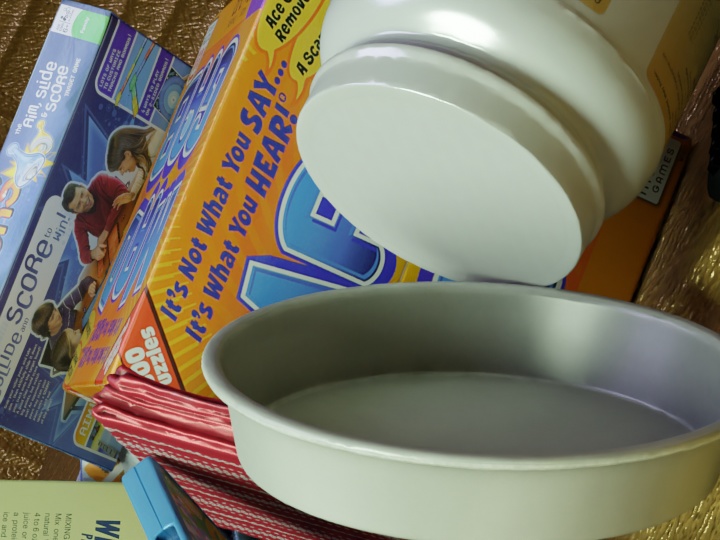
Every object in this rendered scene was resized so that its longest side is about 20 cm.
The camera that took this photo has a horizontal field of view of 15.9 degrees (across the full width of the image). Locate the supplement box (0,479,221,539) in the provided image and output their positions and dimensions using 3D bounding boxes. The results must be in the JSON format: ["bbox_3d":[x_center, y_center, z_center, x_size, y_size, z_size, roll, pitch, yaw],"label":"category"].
[{"bbox_3d":[-0.170,0.221,1.292,0.135,0.198,0.201,89,-178,-60],"label":"supplement box"}]

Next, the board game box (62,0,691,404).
[{"bbox_3d":[0.000,0.000,1.183,0.200,0.199,0.201,166,127,-77],"label":"board game box"}]

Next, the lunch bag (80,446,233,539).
[{"bbox_3d":[-0.097,0.045,1.407,0.160,0.075,0.202,54,-141,-67],"label":"lunch bag"}]

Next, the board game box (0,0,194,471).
[{"bbox_3d":[-0.133,-0.014,1.266,0.135,0.034,0.201,32,-102,-56],"label":"board game box"}]

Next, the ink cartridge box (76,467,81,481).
[{"bbox_3d":[-0.086,0.104,1.551,0.145,0.144,0.201,123,166,-64],"label":"ink cartridge box"}]

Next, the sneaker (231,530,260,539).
[{"bbox_3d":[-0.040,0.087,1.357,0.074,0.082,0.202,-24,65,36],"label":"sneaker"}]

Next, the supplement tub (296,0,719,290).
[{"bbox_3d":[0.070,-0.107,1.027,0.201,0.144,0.144,-61,6,-28],"label":"supplement tub"}]

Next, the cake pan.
[{"bbox_3d":[0.043,0.049,0.913,0.200,0.198,0.037,-101,12,-73],"label":"cake pan"}]

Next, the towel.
[{"bbox_3d":[-0.020,0.090,1.049,0.200,0.144,0.023,63,-136,-70],"label":"towel"}]

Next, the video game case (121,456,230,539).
[{"bbox_3d":[-0.021,0.164,0.965,0.018,0.143,0.200,-38,30,1],"label":"video game case"}]

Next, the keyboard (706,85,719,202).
[{"bbox_3d":[0.174,-0.115,0.980,0.200,0.039,0.105,129,161,-54],"label":"keyboard"}]
